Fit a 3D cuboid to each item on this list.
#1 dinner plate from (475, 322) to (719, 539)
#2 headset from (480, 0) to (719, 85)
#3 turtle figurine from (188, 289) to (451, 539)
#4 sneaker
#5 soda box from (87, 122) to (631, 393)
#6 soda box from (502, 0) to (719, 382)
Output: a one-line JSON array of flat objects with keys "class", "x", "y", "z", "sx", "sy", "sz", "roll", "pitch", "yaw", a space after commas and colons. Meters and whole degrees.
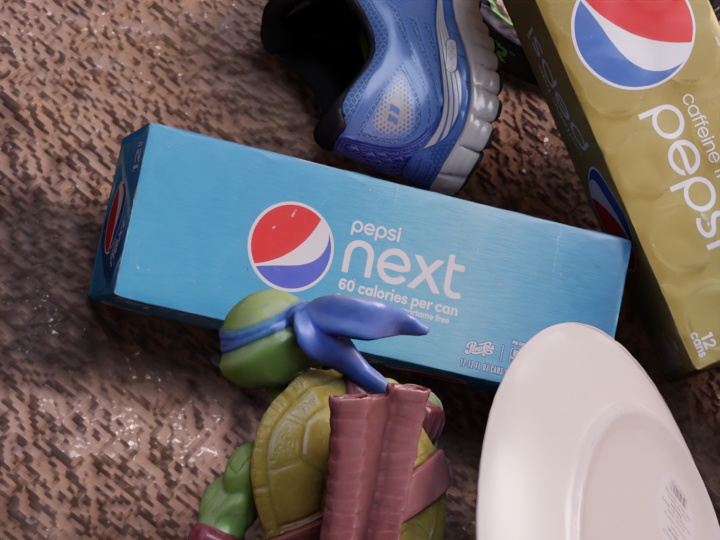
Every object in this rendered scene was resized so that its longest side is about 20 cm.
[{"class": "dinner plate", "x": 0.097, "y": 0.116, "z": 0.825, "sx": 0.200, "sy": 0.024, "sz": 0.202, "roll": 33, "pitch": 51, "yaw": -53}, {"class": "headset", "x": 0.132, "y": -0.162, "z": 1.096, "sx": 0.199, "sy": 0.094, "sz": 0.124, "roll": -24, "pitch": 67, "yaw": -24}, {"class": "turtle figurine", "x": -0.016, "y": 0.109, "z": 0.829, "sx": 0.195, "sy": 0.199, "sz": 0.144, "roll": 62, "pitch": 30, "yaw": 2}, {"class": "sneaker", "x": 0.005, "y": -0.128, "z": 1.012, "sx": 0.088, "sy": 0.079, "sz": 0.201, "roll": 10, "pitch": 51, "yaw": -20}, {"class": "soda box", "x": 0.000, "y": 0.000, "z": 0.912, "sx": 0.198, "sy": 0.064, "sz": 0.068, "roll": 13, "pitch": 84, "yaw": -16}, {"class": "soda box", "x": 0.119, "y": -0.060, "z": 0.942, "sx": 0.067, "sy": 0.064, "sz": 0.201, "roll": -22, "pitch": 85, "yaw": -6}]
